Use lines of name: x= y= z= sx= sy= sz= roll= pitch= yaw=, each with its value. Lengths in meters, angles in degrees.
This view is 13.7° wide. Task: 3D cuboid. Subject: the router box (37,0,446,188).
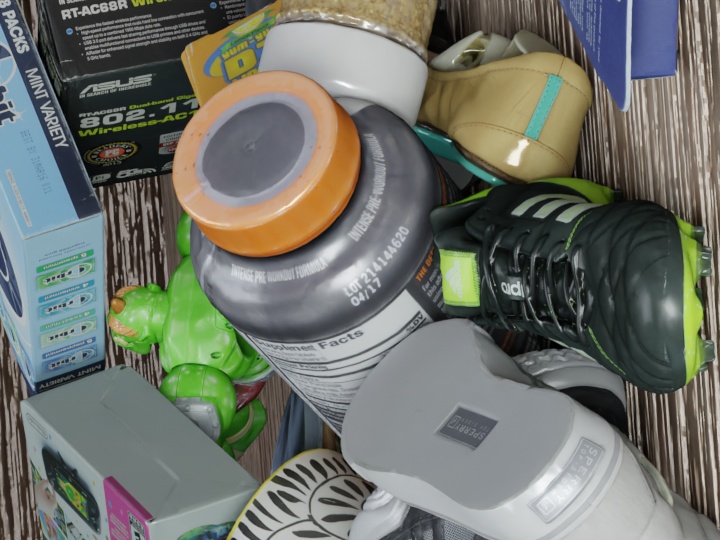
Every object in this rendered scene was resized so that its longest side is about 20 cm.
router box: x=-0.065 y=-0.110 z=1.521 sx=0.150 sy=0.200 sz=0.062 roll=105 pitch=151 yaw=-68

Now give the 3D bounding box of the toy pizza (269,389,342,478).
toy pizza: x=-0.028 y=0.154 z=1.531 sx=0.200 sy=0.032 sz=0.200 roll=-174 pitch=90 yaw=-83

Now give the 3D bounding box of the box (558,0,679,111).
box: x=0.085 y=-0.148 z=1.055 sx=0.200 sy=0.032 sz=0.121 roll=-106 pitch=14 yaw=-60

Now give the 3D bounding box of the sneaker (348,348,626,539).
sneaker: x=0.054 y=0.125 z=1.187 sx=0.200 sy=0.075 sz=0.114 roll=121 pitch=145 yaw=-49

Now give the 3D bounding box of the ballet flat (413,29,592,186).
ballet flat: x=0.059 y=-0.069 z=1.242 sx=0.063 sy=0.069 sz=0.200 roll=-66 pitch=14 yaw=3

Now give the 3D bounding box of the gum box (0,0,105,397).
gum box: x=-0.177 y=-0.049 z=1.517 sx=0.200 sy=0.045 sz=0.170 roll=99 pitch=150 yaw=-65

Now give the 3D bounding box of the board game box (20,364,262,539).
board game box: x=-0.097 y=0.168 z=1.465 sx=0.148 sy=0.064 sz=0.200 roll=37 pitch=140 yaw=53

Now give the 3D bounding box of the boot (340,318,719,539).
boot: x=0.062 y=0.081 z=1.073 sx=0.096 sy=0.074 sz=0.200 roll=43 pitch=177 yaw=-20

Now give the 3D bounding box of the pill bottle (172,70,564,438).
pill bottle: x=0.000 y=0.000 z=1.203 sx=0.200 sy=0.106 sz=0.106 roll=50 pitch=-156 yaw=-51

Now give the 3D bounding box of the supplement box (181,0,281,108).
supplement box: x=-0.004 y=-0.027 z=1.342 sx=0.200 sy=0.067 sz=0.069 roll=57 pitch=-170 yaw=-33

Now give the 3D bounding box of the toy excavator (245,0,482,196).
toy excavator: x=-0.007 y=-0.029 z=1.469 sx=0.200 sy=0.194 sz=0.100 roll=-52 pitch=35 yaw=34

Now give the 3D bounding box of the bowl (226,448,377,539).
bowl: x=0.003 y=0.191 z=1.389 sx=0.201 sy=0.094 sz=0.201 roll=-38 pitch=-46 yaw=-54

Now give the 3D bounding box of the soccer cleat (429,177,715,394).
soccer cleat: x=0.072 y=0.005 z=1.061 sx=0.200 sy=0.081 sz=0.068 roll=-136 pitch=42 yaw=-77

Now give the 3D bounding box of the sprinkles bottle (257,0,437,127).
sprinkles bottle: x=0.010 y=-0.157 z=1.237 sx=0.068 sy=0.068 sz=0.200 roll=120 pitch=163 yaw=-76

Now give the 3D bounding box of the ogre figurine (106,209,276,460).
ogre figurine: x=-0.073 y=0.035 z=1.540 sx=0.120 sy=0.098 sz=0.200 roll=74 pitch=-141 yaw=-66
